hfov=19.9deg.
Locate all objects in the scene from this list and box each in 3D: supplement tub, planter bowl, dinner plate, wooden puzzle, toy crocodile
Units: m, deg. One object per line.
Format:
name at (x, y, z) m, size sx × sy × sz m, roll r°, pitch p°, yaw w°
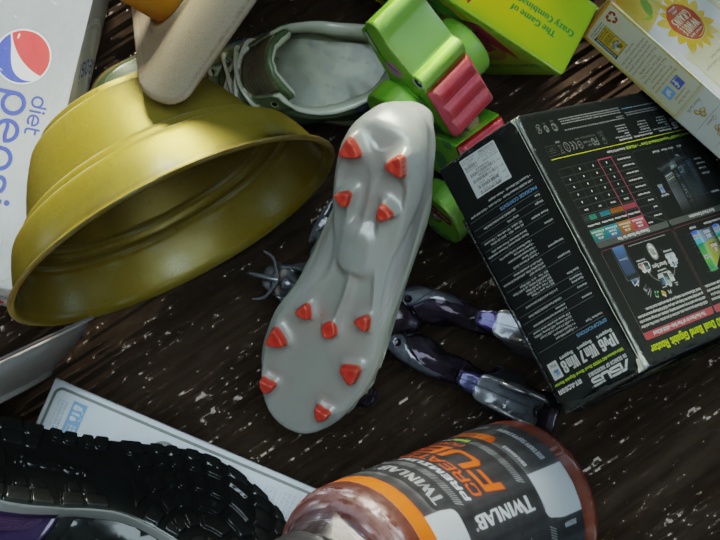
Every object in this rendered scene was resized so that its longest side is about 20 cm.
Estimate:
supplement tub at (0.030, 0.152, 1.092) m, size 0.199 × 0.107 × 0.107 m, roll -16°, pitch 78°, yaw -46°
planter bowl at (-0.120, -0.054, 1.136) m, size 0.200 × 0.200 × 0.084 m, roll -27°, pitch 77°, yaw -7°
dinner plate at (-0.231, 0.075, 1.107) m, size 0.199 × 0.200 × 0.024 m, roll -27°, pitch 94°, yaw -7°
wooden puzzle at (-0.081, -0.209, 1.107) m, size 0.046 × 0.200 × 0.185 m, roll 27°, pitch 112°, yaw -27°
toy crocodile at (0.059, -0.078, 1.177) m, size 0.067 × 0.062 × 0.200 m, roll -42°, pitch 128°, yaw -18°

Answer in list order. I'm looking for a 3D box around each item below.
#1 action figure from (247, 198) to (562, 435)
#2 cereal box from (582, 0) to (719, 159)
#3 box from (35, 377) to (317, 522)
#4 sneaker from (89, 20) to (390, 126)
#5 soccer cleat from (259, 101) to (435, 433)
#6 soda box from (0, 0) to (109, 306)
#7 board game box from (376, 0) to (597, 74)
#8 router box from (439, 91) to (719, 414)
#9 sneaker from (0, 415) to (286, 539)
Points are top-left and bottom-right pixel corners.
action figure at (0.029, 0.029, 1.191) m, size 0.199 × 0.069 × 0.131 m, roll 18°, pitch 97°, yaw 5°
cereal box at (0.242, -0.112, 1.210) m, size 0.200 × 0.040 × 0.144 m, roll 44°, pitch 45°, yaw 5°
box at (-0.102, 0.153, 1.167) m, size 0.199 × 0.060 × 0.117 m, roll 24°, pitch 79°, yaw 1°
sneaker at (-0.063, -0.114, 1.202) m, size 0.199 × 0.090 × 0.068 m, roll -5°, pitch 80°, yaw -4°
soccer cleat at (0.000, 0.000, 1.136) m, size 0.069 × 0.078 × 0.201 m, roll 25°, pitch 115°, yaw 14°
soda box at (-0.202, -0.082, 1.203) m, size 0.068 × 0.063 × 0.201 m, roll 11°, pitch 79°, yaw 1°
board game box at (0.028, -0.182, 1.177) m, size 0.200 × 0.102 × 0.048 m, roll 31°, pitch 83°, yaw -21°
router box at (0.148, -0.017, 1.150) m, size 0.062 × 0.200 × 0.150 m, roll -33°, pitch 79°, yaw 34°
sneaker at (-0.137, 0.142, 1.111) m, size 0.199 × 0.088 × 0.076 m, roll 18°, pitch 35°, yaw -17°
